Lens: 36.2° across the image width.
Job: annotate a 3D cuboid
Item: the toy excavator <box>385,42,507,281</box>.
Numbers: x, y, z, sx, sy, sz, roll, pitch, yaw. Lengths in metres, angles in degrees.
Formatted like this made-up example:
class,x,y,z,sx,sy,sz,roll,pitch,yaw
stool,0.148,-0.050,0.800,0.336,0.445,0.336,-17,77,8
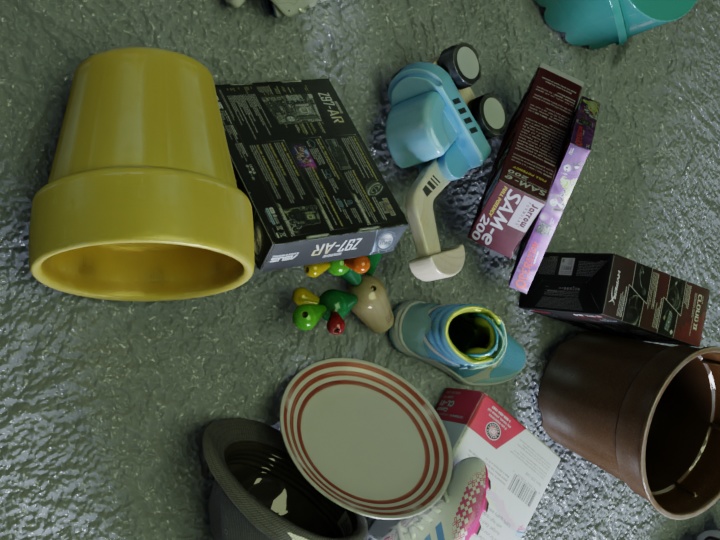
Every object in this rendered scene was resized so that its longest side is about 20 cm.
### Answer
class,x,y,z,sx,sy,sz,roll,pitch,yaw
toy excavator,0.078,-0.116,1.198,0.200,0.099,0.196,-48,114,-37

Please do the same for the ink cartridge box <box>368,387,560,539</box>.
class,x,y,z,sx,sy,sz,roll,pitch,yaw
ink cartridge box,0.121,0.259,1.269,0.147,0.085,0.201,41,71,-25

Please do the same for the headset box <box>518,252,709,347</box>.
class,x,y,z,sx,sy,sz,roll,pitch,yaw
headset box,0.320,0.037,1.362,0.198,0.148,0.079,19,82,-33

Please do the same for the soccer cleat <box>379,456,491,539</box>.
class,x,y,z,sx,sy,sz,roll,pitch,yaw
soccer cleat,0.068,0.276,1.149,0.086,0.070,0.202,33,72,-18

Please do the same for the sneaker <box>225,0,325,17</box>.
class,x,y,z,sx,sy,sz,roll,pitch,yaw
sneaker,-0.063,-0.307,1.151,0.197,0.074,0.089,-2,104,-27

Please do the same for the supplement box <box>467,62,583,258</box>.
class,x,y,z,sx,sy,sz,roll,pitch,yaw
supplement box,0.188,-0.127,1.251,0.060,0.109,0.202,23,53,0

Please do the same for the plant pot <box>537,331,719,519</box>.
class,x,y,z,sx,sy,sz,roll,pitch,yaw
plant pot,0.333,0.170,1.334,0.198,0.197,0.204,-8,104,-34

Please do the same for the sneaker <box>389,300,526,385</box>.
class,x,y,z,sx,sy,sz,roll,pitch,yaw
sneaker,0.141,0.089,1.253,0.198,0.130,0.081,17,81,-33

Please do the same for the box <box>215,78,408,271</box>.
class,x,y,z,sx,sy,sz,roll,pitch,yaw
box,-0.064,-0.101,1.094,0.158,0.044,0.202,-10,59,-34

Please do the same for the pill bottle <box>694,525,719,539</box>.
class,x,y,z,sx,sy,sz,roll,pitch,yaw
pill bottle,0.482,0.429,1.503,0.199,0.111,0.113,-38,111,-27

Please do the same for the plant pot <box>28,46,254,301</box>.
class,x,y,z,sx,sy,sz,roll,pitch,yaw
plant pot,-0.194,-0.087,0.995,0.198,0.200,0.192,9,71,-33

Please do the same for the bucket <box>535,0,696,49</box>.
class,x,y,z,sx,sy,sz,roll,pitch,yaw
bucket,0.318,-0.384,1.357,0.204,0.134,0.211,0,90,-33

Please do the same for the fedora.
class,x,y,z,sx,sy,sz,roll,pitch,yaw
fedora,-0.088,0.245,1.096,0.091,0.199,0.176,-59,158,14

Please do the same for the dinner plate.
class,x,y,z,sx,sy,sz,roll,pitch,yaw
dinner plate,0.005,0.178,1.164,0.197,0.024,0.202,18,41,-16

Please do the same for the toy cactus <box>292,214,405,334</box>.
class,x,y,z,sx,sy,sz,roll,pitch,yaw
toy cactus,0.000,0.000,1.179,0.166,0.101,0.202,59,39,-39

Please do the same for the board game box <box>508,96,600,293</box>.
class,x,y,z,sx,sy,sz,roll,pitch,yaw
board game box,0.222,-0.086,1.262,0.032,0.202,0.121,18,36,0
